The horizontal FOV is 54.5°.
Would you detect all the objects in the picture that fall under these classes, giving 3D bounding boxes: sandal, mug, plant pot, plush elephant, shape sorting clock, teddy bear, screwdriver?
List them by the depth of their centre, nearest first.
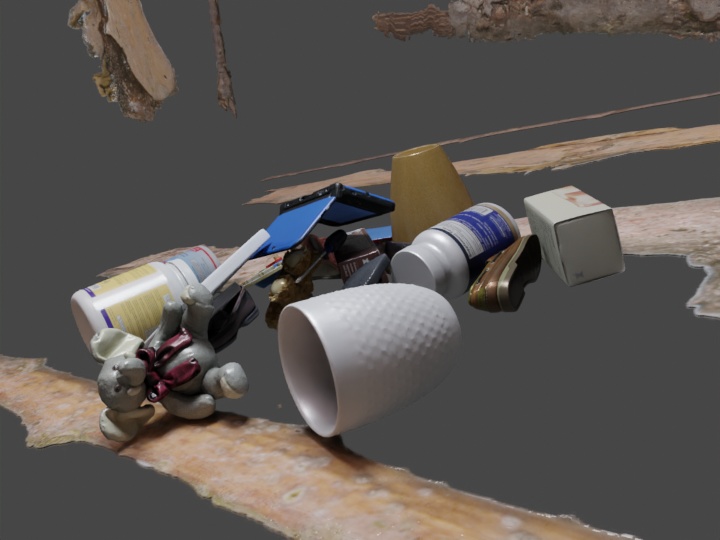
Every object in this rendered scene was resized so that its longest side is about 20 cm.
[{"bbox_3d":[0.009,0.097,0.802,0.175,0.148,0.200,-15,-17,-27],"label":"mug"},{"bbox_3d":[-0.268,0.130,0.909,0.155,0.165,0.200,-11,-20,-38],"label":"plush elephant"},{"bbox_3d":[-0.008,0.057,1.034,0.076,0.043,0.200,-22,31,51],"label":"sandal"},{"bbox_3d":[-0.059,-0.022,1.113,0.029,0.028,0.200,10,27,10],"label":"screwdriver"},{"bbox_3d":[-0.109,0.029,1.168,0.067,0.200,0.145,22,58,1],"label":"teddy bear"},{"bbox_3d":[0.131,-0.135,1.354,0.186,0.200,0.186,-16,16,5],"label":"plant pot"},{"bbox_3d":[-0.162,-0.014,1.418,0.200,0.039,0.200,-33,7,4],"label":"shape sorting clock"}]

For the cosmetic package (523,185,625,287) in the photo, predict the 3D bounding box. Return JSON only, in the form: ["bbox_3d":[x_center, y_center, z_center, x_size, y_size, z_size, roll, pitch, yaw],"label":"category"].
[{"bbox_3d":[0.322,-0.058,1.070,0.087,0.103,0.200,-15,16,6],"label":"cosmetic package"}]

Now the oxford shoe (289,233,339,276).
[{"bbox_3d":[-0.087,-0.020,1.330,0.075,0.070,0.200,-30,-18,11],"label":"oxford shoe"}]

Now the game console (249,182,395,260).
[{"bbox_3d":[-0.068,-0.063,1.142,0.171,0.118,0.200,14,-12,-31],"label":"game console"}]

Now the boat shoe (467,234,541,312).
[{"bbox_3d":[0.215,-0.002,1.033,0.068,0.072,0.200,-5,18,31],"label":"boat shoe"}]

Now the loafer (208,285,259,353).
[{"bbox_3d":[-0.239,0.086,1.202,0.072,0.063,0.200,-12,16,20],"label":"loafer"}]

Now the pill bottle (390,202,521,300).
[{"bbox_3d":[0.149,-0.023,1.092,0.200,0.116,0.116,-27,19,-34],"label":"pill bottle"}]

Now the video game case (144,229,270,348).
[{"bbox_3d":[-0.237,0.034,1.071,0.182,0.024,0.200,-40,7,36],"label":"video game case"}]

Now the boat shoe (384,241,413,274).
[{"bbox_3d":[0.127,-0.035,1.208,0.200,0.065,0.072,-10,11,-27],"label":"boat shoe"}]

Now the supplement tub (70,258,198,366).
[{"bbox_3d":[-0.397,0.071,1.262,0.200,0.146,0.145,-25,18,-31],"label":"supplement tub"}]

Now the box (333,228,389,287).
[{"bbox_3d":[0.000,0.000,1.197,0.075,0.100,0.200,-18,14,-3],"label":"box"}]

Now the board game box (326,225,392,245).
[{"bbox_3d":[0.014,-0.059,1.515,0.200,0.039,0.158,-8,11,11],"label":"board game box"}]

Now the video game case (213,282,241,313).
[{"bbox_3d":[-0.279,0.106,1.082,0.200,0.018,0.143,-41,4,26],"label":"video game case"}]

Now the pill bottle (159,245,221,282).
[{"bbox_3d":[-0.395,0.031,1.470,0.200,0.109,0.109,-28,19,-38],"label":"pill bottle"}]
